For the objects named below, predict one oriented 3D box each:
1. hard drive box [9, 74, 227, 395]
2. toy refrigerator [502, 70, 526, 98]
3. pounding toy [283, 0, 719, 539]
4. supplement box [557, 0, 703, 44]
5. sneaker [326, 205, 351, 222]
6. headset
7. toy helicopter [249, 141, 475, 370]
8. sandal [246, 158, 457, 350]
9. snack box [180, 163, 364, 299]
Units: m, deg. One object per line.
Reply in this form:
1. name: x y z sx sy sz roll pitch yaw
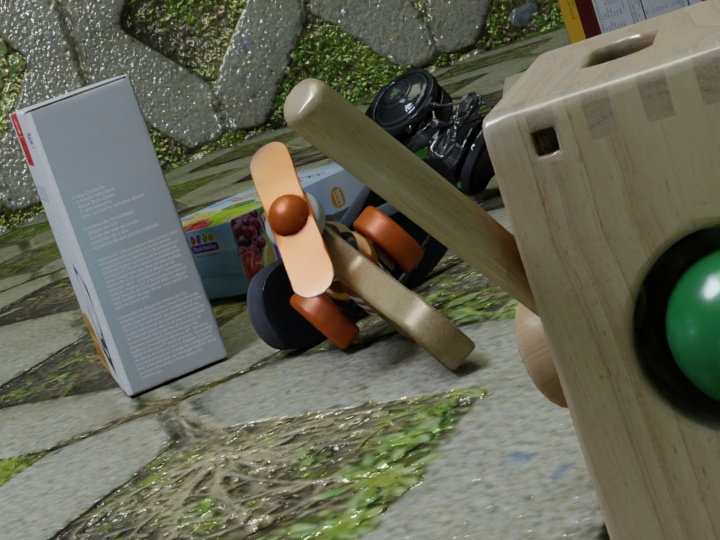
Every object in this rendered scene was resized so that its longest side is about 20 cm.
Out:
1. hard drive box: -0.172 -0.029 1.112 0.076 0.202 0.156 -21 9 -13
2. toy refrigerator: 0.171 -0.139 1.424 0.069 0.077 0.200 -17 9 10
3. pounding toy: 0.092 -0.004 0.506 0.141 0.186 0.200 -16 10 17
4. supplement box: 0.360 -0.342 2.003 0.198 0.134 0.197 -17 10 13
5. sneaker: 0.016 -0.030 1.170 0.103 0.061 0.200 -21 5 10
6. headset: 0.062 -0.107 1.333 0.095 0.123 0.200 -58 6 -16
7. toy helicopter: 0.000 0.000 0.888 0.079 0.132 0.200 -48 32 -3
8. sandal: 0.009 -0.009 1.052 0.043 0.077 0.200 -11 23 48
9. snack box: -0.083 -0.035 1.373 0.168 0.068 0.199 -10 12 46
